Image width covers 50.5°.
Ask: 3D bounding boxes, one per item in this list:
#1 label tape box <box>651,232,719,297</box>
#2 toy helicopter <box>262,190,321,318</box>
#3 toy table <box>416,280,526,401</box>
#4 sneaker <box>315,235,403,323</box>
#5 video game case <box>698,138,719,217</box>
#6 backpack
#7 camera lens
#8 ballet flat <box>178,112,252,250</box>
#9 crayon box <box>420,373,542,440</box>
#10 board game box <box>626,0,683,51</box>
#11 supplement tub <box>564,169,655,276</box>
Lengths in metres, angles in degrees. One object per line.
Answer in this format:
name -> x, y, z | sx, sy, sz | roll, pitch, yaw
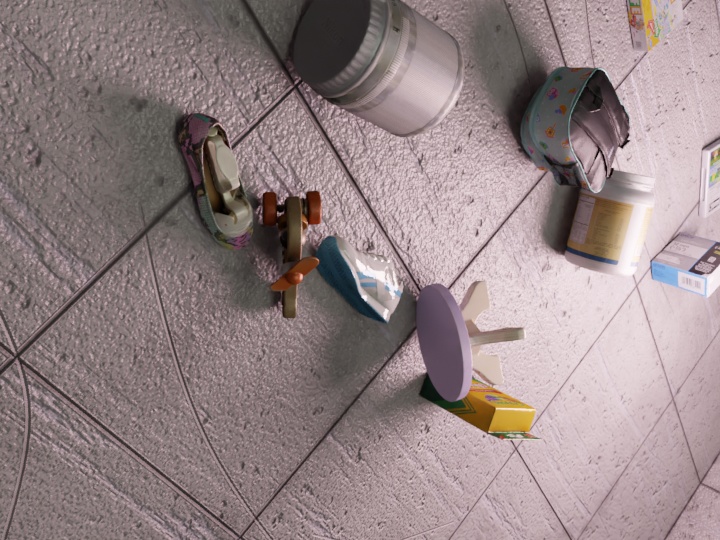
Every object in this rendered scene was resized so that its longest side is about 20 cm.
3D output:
label tape box -> 0.819, -0.034, 1.838 | 0.200, 0.143, 0.066 | -39, 128, -24
toy helicopter -> -0.094, -0.007, 1.063 | 0.079, 0.132, 0.200 | -2, 129, -11
toy table -> 0.183, 0.115, 1.318 | 0.117, 0.184, 0.200 | -11, 103, -28
sneaker -> 0.000, 0.000, 1.181 | 0.081, 0.076, 0.200 | -60, 140, -19
video game case -> 0.919, -0.252, 1.930 | 0.200, 0.022, 0.182 | -28, 123, -30
backpack -> 0.375, -0.261, 1.352 | 0.176, 0.153, 0.200 | -58, 143, -11
camera lens -> 0.030, -0.281, 1.033 | 0.200, 0.160, 0.160 | 17, 95, -44
ballet flat -> -0.175, -0.105, 0.980 | 0.069, 0.071, 0.200 | -33, 126, -29
crayon box -> 0.223, 0.244, 1.376 | 0.127, 0.200, 0.051 | 12, 98, -44
board game box -> 0.574, -0.554, 1.499 | 0.134, 0.034, 0.200 | -43, 129, -22
supplement tub -> 0.501, -0.100, 1.531 | 0.145, 0.145, 0.200 | 2, 105, -42
